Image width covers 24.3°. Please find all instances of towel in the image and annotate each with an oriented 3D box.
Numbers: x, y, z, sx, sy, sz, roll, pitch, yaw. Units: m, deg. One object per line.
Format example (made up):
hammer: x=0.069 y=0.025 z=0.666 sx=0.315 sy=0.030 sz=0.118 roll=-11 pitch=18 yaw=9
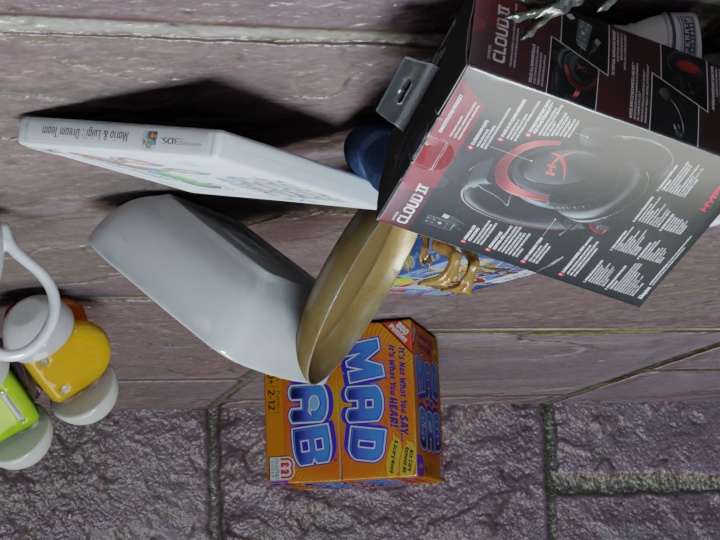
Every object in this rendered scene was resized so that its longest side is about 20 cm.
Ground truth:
towel: x=0.053 y=-0.064 z=1.145 sx=0.111 sy=0.049 sz=0.200 roll=20 pitch=-171 yaw=-14

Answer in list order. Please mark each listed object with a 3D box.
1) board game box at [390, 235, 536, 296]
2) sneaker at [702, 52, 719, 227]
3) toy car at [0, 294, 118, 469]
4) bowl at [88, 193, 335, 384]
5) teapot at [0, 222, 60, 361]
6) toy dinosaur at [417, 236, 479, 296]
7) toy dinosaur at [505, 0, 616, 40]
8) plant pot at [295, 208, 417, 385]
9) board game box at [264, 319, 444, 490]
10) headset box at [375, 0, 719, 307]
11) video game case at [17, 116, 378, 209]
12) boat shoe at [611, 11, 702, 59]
board game box: x=0.097 y=-0.008 z=1.666 sx=0.135 sy=0.035 sz=0.200 roll=4 pitch=168 yaw=-34
sneaker: x=0.236 y=-0.116 z=1.040 sx=0.074 sy=0.100 sz=0.200 roll=9 pitch=144 yaw=-17
toy car: x=-0.381 y=0.106 z=1.864 sx=0.199 sy=0.150 sz=0.175 roll=-34 pitch=135 yaw=-9
bowl: x=-0.113 y=0.007 z=1.427 sx=0.199 sy=0.075 sz=0.200 roll=37 pitch=-172 yaw=28
teapot: x=-0.387 y=0.017 z=1.402 sx=0.199 sy=0.147 sz=0.197 roll=-11 pitch=167 yaw=35
toy dinosaur: x=0.085 y=-0.036 z=1.400 sx=0.060 sy=0.107 sz=0.200 roll=10 pitch=171 yaw=-27
toy dinosaur: x=0.128 y=-0.157 z=0.863 sx=0.199 sy=0.048 sz=0.088 roll=-1 pitch=163 yaw=-25
plant pot: x=0.000 y=0.000 z=1.358 sx=0.027 sy=0.201 sz=0.200 roll=30 pitch=175 yaw=11
board game box: x=-0.007 y=0.183 z=2.219 sx=0.198 sy=0.202 sz=0.200 roll=-4 pitch=170 yaw=12
headset box: x=0.109 y=-0.074 z=0.979 sx=0.199 sy=0.075 sz=0.149 roll=17 pitch=142 yaw=-10
video game case: x=-0.110 y=-0.075 z=1.192 sx=0.181 sy=0.024 sz=0.200 roll=7 pitch=176 yaw=34
boat shoe: x=0.165 y=-0.106 z=1.068 sx=0.065 sy=0.073 sz=0.200 roll=0 pitch=168 yaw=-2
